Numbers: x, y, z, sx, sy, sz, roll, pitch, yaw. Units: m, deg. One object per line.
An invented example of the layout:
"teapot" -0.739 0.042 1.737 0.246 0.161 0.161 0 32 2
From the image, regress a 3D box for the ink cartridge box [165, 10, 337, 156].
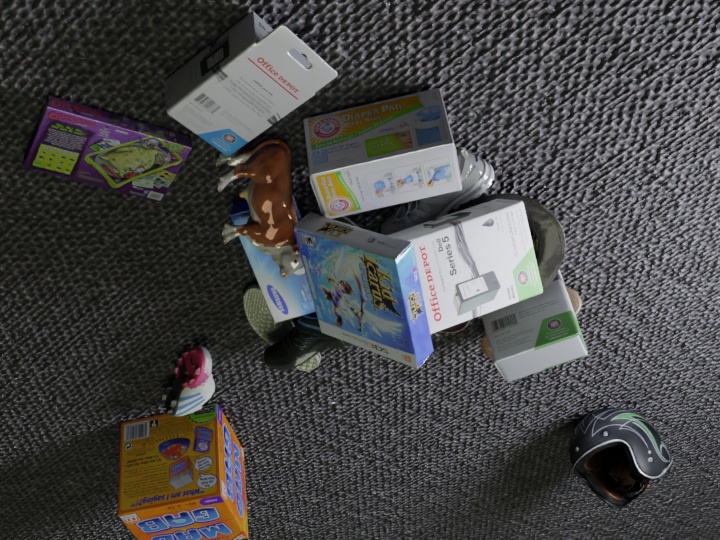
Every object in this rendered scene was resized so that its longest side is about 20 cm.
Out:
"ink cartridge box" -0.140 -0.247 1.255 0.200 0.067 0.116 -31 137 25

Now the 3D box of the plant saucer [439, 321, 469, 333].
"plant saucer" 0.103 0.016 1.579 0.034 0.200 0.200 -45 154 -30

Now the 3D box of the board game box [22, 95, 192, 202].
"board game box" -0.347 -0.164 1.346 0.200 0.032 0.120 14 140 -28

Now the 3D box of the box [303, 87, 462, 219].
"box" 0.029 -0.161 1.362 0.200 0.113 0.101 -13 144 4

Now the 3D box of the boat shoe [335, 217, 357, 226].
"boat shoe" 0.000 0.000 1.488 0.057 0.200 0.067 -26 160 -27

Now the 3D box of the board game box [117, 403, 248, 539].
"board game box" -0.345 0.413 1.919 0.200 0.200 0.200 -11 141 3

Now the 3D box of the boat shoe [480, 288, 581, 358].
"boat shoe" 0.309 0.093 1.786 0.200 0.071 0.065 -29 173 11

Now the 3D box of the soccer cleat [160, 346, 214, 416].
"soccer cleat" -0.297 0.198 1.783 0.086 0.070 0.200 -3 146 -35

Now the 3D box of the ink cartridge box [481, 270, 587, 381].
"ink cartridge box" 0.276 0.062 1.625 0.146 0.200 0.084 -20 144 14

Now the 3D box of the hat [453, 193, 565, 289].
"hat" 0.224 -0.051 1.557 0.200 0.081 0.201 4 119 7

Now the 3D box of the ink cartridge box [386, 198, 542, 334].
"ink cartridge box" 0.151 -0.008 1.435 0.200 0.084 0.146 -19 103 -20

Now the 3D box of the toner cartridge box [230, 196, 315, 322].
"toner cartridge box" -0.120 -0.022 1.501 0.095 0.043 0.200 -16 119 9

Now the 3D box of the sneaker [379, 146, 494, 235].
"sneaker" 0.101 -0.117 1.479 0.200 0.075 0.082 -39 125 17

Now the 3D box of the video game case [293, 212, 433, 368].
"video game case" 0.005 0.029 1.377 0.181 0.045 0.200 17 136 34

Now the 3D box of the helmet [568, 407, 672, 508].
"helmet" 0.547 0.387 2.094 0.200 0.191 0.200 -40 164 -14

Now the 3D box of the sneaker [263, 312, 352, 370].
"sneaker" -0.085 0.099 1.603 0.200 0.073 0.082 -25 109 26

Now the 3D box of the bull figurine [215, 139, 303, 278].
"bull figurine" -0.140 -0.086 1.400 0.121 0.065 0.200 -5 102 -6

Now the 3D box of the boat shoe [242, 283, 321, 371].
"boat shoe" -0.134 0.091 1.683 0.075 0.062 0.200 -23 125 24
